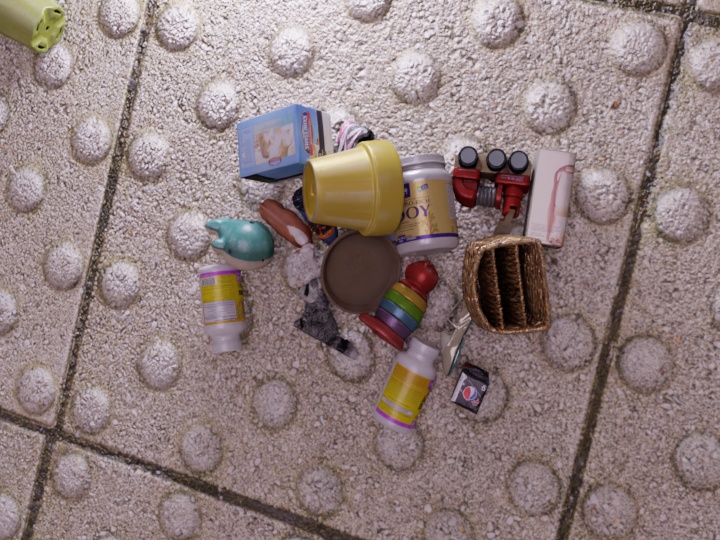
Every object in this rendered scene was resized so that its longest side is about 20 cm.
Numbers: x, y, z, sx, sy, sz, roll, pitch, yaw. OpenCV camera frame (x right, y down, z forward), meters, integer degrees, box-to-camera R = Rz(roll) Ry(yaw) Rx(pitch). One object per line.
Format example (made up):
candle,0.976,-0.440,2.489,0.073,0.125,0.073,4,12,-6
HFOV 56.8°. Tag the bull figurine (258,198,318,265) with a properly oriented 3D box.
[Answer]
bull figurine,-0.159,-0.096,1.580,0.200,0.121,0.065,45,97,9

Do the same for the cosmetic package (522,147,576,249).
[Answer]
cosmetic package,0.417,-0.156,1.477,0.084,0.103,0.207,8,92,9

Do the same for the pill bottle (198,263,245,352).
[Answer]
pill bottle,-0.332,0.091,1.612,0.101,0.104,0.207,-7,88,11

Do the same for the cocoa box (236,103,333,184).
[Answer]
cocoa box,-0.176,-0.289,1.549,0.195,0.130,0.138,-7,85,36

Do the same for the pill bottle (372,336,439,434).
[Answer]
pill bottle,0.110,0.260,1.525,0.102,0.104,0.205,25,94,11

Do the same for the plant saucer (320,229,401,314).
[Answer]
plant saucer,0.000,0.000,1.554,0.193,0.029,0.207,-4,105,-13

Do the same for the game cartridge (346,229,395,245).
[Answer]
game cartridge,0.057,-0.129,1.584,0.195,0.038,0.133,-22,88,10

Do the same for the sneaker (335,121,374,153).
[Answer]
sneaker,-0.023,-0.248,1.564,0.085,0.079,0.207,15,93,39

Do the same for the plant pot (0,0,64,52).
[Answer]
plant pot,-0.877,-0.670,1.720,0.182,0.200,0.203,33,95,-1

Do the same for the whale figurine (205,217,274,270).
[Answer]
whale figurine,-0.288,-0.086,1.592,0.199,0.156,0.106,38,125,33

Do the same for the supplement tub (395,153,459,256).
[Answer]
supplement tub,0.140,-0.143,1.483,0.141,0.145,0.207,-8,85,11

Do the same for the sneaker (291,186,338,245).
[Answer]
sneaker,-0.105,-0.131,1.575,0.074,0.079,0.203,-28,50,4

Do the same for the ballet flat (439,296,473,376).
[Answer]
ballet flat,0.218,0.138,1.528,0.068,0.070,0.204,25,85,10

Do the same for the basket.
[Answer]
basket,0.306,0.033,1.430,0.138,0.149,0.207,-12,102,-17

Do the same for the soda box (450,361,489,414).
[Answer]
soda box,0.240,0.251,1.450,0.062,0.200,0.073,24,93,10

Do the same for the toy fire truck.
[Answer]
toy fire truck,0.290,-0.156,1.505,0.170,0.129,0.207,7,80,11

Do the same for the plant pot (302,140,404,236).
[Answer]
plant pot,-0.024,-0.176,1.443,0.183,0.200,0.208,-4,87,-19

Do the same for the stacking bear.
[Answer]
stacking bear,0.105,0.068,1.531,0.112,0.121,0.202,29,81,36

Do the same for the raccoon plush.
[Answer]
raccoon plush,-0.070,0.106,1.596,0.197,0.096,0.137,32,80,-19
